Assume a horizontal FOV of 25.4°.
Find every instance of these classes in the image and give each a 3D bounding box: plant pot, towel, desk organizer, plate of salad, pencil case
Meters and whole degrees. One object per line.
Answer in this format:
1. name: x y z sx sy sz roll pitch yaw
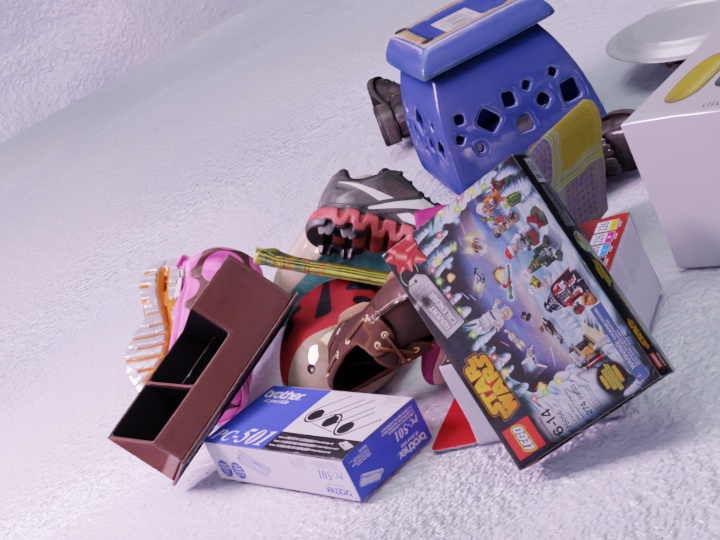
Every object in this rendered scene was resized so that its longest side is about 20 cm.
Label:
1. plant pot: 0.147 -0.221 1.876 0.200 0.180 0.200 -27 20 -5
2. towel: 0.000 0.000 1.569 0.200 0.018 0.086 10 6 10
3. desk organizer: -0.145 0.090 1.478 0.200 0.077 0.072 -57 -2 -26
4. plate of salad: 0.393 -0.278 1.908 0.200 0.048 0.200 -14 24 6
5. pencil case: -0.151 0.062 1.611 0.091 0.094 0.200 -50 23 28
6. towel: 0.177 -0.059 1.504 0.023 0.144 0.200 17 42 32

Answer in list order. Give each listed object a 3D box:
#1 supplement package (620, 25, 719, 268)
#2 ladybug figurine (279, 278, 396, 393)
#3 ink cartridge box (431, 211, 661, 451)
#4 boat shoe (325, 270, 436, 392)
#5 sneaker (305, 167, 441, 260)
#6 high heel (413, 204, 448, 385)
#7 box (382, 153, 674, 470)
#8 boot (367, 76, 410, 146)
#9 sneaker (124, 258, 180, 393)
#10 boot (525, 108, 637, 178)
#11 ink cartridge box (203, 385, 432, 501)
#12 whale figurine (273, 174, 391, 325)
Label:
1. supplement package: 0.360 -0.120 1.403 0.152 0.151 0.200 -4 30 45
2. ladybug figurine: -0.021 0.063 1.533 0.136 0.072 0.200 -24 20 6
3. ink cartridge box: 0.144 0.051 1.344 0.176 0.084 0.200 -16 23 27
4. boat shoe: 0.031 0.053 1.358 0.200 0.070 0.070 -42 25 57
5. sneaker: 0.049 -0.052 1.600 0.200 0.071 0.098 12 63 0
6. high heel: 0.066 0.019 1.471 0.096 0.067 0.200 7 57 23
7. box: 0.124 0.031 1.211 0.137 0.200 0.040 -39 -13 25
8. boot: 0.104 -0.230 2.116 0.174 0.069 0.200 -20 25 4
9. sneaker: -0.202 0.076 1.729 0.078 0.077 0.200 -9 42 10
10. boot: 0.205 -0.080 1.638 0.200 0.069 0.174 -17 23 44
11. ink cartridge box: -0.040 0.147 1.389 0.094 0.044 0.200 -38 22 -33
12. whale figurine: -0.024 -0.006 1.700 0.200 0.104 0.159 -49 -1 -1
